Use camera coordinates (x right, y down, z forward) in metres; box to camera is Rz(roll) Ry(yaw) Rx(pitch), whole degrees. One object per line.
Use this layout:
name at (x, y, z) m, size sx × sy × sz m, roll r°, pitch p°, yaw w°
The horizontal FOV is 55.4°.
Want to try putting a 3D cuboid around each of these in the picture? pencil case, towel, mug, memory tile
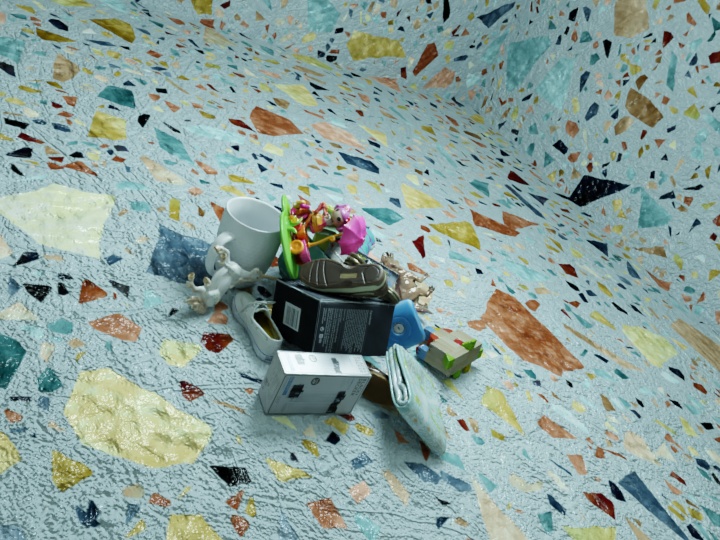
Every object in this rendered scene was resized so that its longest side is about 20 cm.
pencil case at (-0.007, -0.049, 1.902) m, size 0.091 × 0.086 × 0.201 m, roll 12°, pitch 30°, yaw 2°
towel at (0.121, 0.269, 1.463) m, size 0.172 × 0.048 × 0.201 m, roll 50°, pitch 18°, yaw -29°
mug at (-0.278, -0.049, 1.565) m, size 0.147 × 0.177 × 0.199 m, roll 35°, pitch 29°, yaw 18°
towel at (-0.088, -0.100, 1.683) m, size 0.150 × 0.024 × 0.200 m, roll 13°, pitch 4°, yaw 19°
towel at (-0.076, -0.099, 1.817) m, size 0.085 × 0.201 × 0.018 m, roll 28°, pitch 55°, yaw -1°
mug at (-0.125, 0.002, 1.675) m, size 0.152 × 0.114 × 0.185 m, roll 46°, pitch -1°, yaw 19°
memory tile at (0.018, 0.034, 1.534) m, size 0.153 × 0.017 × 0.200 m, roll 42°, pitch -15°, yaw 3°

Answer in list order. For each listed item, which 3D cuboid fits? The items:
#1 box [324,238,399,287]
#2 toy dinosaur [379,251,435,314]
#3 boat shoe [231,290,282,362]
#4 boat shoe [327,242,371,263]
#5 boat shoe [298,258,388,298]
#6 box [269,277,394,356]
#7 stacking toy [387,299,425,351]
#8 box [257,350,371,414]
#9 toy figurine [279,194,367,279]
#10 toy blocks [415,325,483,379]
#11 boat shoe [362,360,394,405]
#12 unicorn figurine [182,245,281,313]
box at (-0.010, 0.008, 1.781) m, size 0.198 × 0.111 × 0.035 m, roll 30°, pitch 2°, yaw 3°
toy dinosaur at (0.120, 0.053, 1.863) m, size 0.134 × 0.086 × 0.202 m, roll -6°, pitch 59°, yaw -31°
boat shoe at (-0.218, 0.096, 1.480) m, size 0.074 × 0.087 × 0.203 m, roll 5°, pitch 36°, yaw -35°
boat shoe at (0.000, 0.000, 1.696) m, size 0.200 × 0.068 × 0.072 m, roll 46°, pitch 1°, yaw -25°
boat shoe at (-0.034, 0.028, 1.437) m, size 0.200 × 0.075 × 0.075 m, roll 7°, pitch 60°, yaw 29°
box at (-0.065, 0.102, 1.497) m, size 0.194 × 0.126 × 0.199 m, roll 3°, pitch 10°, yaw -35°
stacking toy at (0.093, 0.115, 1.726) m, size 0.200 × 0.108 × 0.118 m, roll -84°, pitch 152°, yaw -76°
box at (-0.089, 0.224, 1.357) m, size 0.198 × 0.118 × 0.060 m, roll 8°, pitch 33°, yaw -34°
toy figurine at (-0.077, -0.093, 1.527) m, size 0.181 × 0.151 × 0.203 m, roll -10°, pitch 62°, yaw 4°
toy blocks at (0.209, 0.189, 1.722) m, size 0.136 × 0.101 × 0.199 m, roll 30°, pitch 25°, yaw 28°
boat shoe at (0.002, 0.222, 1.488) m, size 0.198 × 0.071 × 0.071 m, roll 28°, pitch 28°, yaw -1°
unicorn figurine at (-0.289, 0.017, 1.475) m, size 0.199 × 0.138 × 0.074 m, roll -36°, pitch 55°, yaw -10°
